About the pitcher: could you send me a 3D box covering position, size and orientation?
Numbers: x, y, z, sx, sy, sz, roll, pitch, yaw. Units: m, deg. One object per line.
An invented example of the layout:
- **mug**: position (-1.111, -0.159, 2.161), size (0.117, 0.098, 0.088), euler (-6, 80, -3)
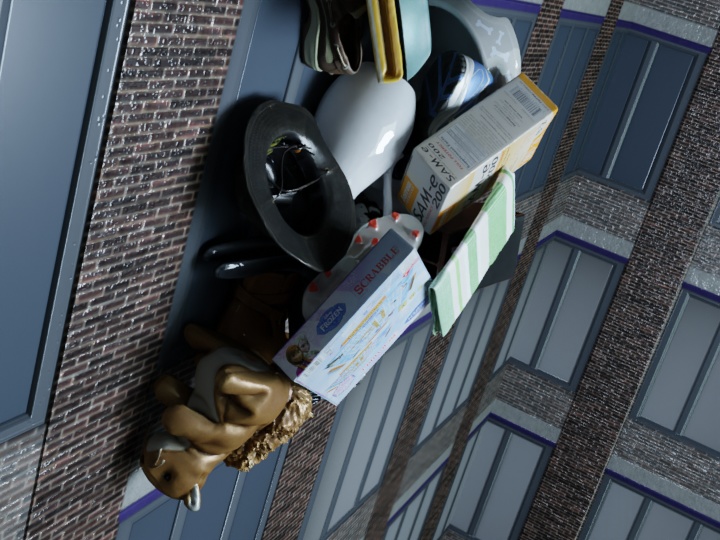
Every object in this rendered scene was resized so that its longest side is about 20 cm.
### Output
- **pitcher**: position (0.003, -0.143, 1.276), size (0.171, 0.121, 0.201), euler (35, 80, -34)

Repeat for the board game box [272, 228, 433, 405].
- **board game box**: position (0.002, 0.062, 1.200), size (0.200, 0.041, 0.200), euler (-47, 160, -4)

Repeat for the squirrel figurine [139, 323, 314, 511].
- **squirrel figurine**: position (-0.159, 0.190, 1.187), size (0.199, 0.141, 0.188), euler (23, 99, -42)

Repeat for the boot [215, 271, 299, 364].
- **boot**: position (-0.116, 0.057, 1.310), size (0.199, 0.076, 0.157), euler (1, 113, -58)

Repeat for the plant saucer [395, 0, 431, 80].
- **plant saucer**: position (0.058, -0.332, 1.212), size (0.200, 0.036, 0.202), euler (-8, 90, -88)

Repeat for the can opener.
- **can opener**: position (-0.104, -0.023, 1.205), size (0.199, 0.063, 0.079), euler (-7, 129, -39)

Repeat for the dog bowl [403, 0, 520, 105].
- **dog bowl**: position (0.123, -0.291, 1.373), size (0.058, 0.199, 0.201), euler (-31, 144, -34)

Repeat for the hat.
- **hat**: position (-0.093, -0.087, 1.143), size (0.200, 0.080, 0.203), euler (31, 51, -48)

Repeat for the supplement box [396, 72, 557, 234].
- **supplement box**: position (0.150, -0.150, 1.303), size (0.199, 0.074, 0.126), euler (-37, 165, -22)

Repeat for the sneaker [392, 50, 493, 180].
- **sneaker**: position (0.101, -0.191, 1.313), size (0.076, 0.076, 0.200), euler (3, 139, -39)

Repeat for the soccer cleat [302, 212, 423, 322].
- **soccer cleat**: position (0.000, 0.000, 1.240), size (0.200, 0.069, 0.078), euler (-40, 160, -28)

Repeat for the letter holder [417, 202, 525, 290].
- **letter holder**: position (0.119, -0.040, 1.444), size (0.199, 0.141, 0.102), euler (-14, 118, -49)

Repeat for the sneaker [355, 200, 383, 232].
- **sneaker**: position (0.009, -0.048, 1.363), size (0.075, 0.199, 0.088), euler (15, 99, -42)

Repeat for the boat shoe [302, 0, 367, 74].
- **boat shoe**: position (-0.021, -0.310, 1.129), size (0.075, 0.074, 0.203), euler (-53, 157, -35)

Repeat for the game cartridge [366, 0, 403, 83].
- **game cartridge**: position (0.023, -0.314, 1.110), size (0.200, 0.032, 0.178), euler (-81, 163, -67)

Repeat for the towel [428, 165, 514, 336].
- **towel**: position (0.146, -0.022, 1.312), size (0.201, 0.023, 0.153), euler (-55, 159, -20)

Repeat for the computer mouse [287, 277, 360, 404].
- **computer mouse**: position (-0.045, 0.095, 1.302), size (0.137, 0.053, 0.202), euler (-17, 123, -33)

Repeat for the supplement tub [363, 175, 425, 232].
- **supplement tub**: position (0.074, -0.141, 1.476), size (0.146, 0.144, 0.200), euler (-64, 162, -6)
